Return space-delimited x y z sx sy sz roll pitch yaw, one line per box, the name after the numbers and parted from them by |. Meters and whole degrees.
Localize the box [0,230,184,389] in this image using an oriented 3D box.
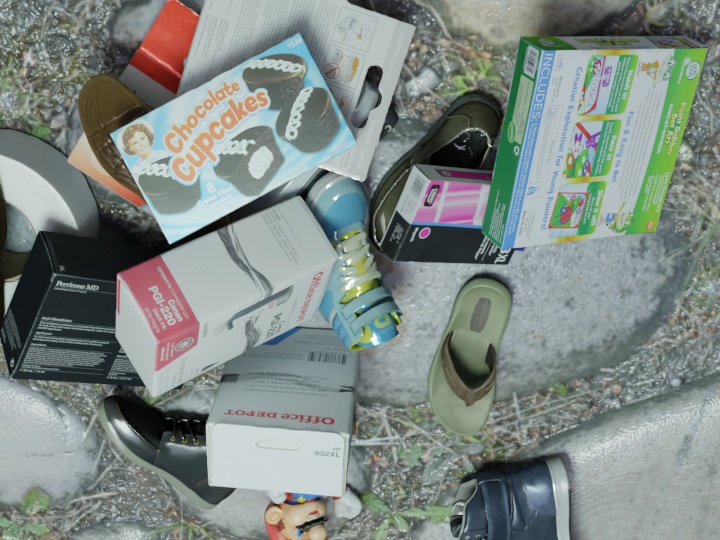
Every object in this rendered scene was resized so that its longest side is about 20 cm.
-0.262 0.046 1.133 0.199 0.079 0.141 9 125 -37 | box

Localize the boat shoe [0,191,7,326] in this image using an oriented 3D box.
-0.405 -0.012 1.091 0.065 0.072 0.201 10 123 -2 | boat shoe

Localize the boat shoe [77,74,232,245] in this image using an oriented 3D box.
-0.201 -0.107 1.048 0.073 0.063 0.200 -30 104 17 | boat shoe

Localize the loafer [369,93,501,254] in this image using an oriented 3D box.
0.071 -0.091 1.090 0.075 0.070 0.200 29 115 -11 | loafer

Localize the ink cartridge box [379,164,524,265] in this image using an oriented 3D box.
0.119 -0.053 1.068 0.199 0.037 0.095 -1 125 -38 | ink cartridge box

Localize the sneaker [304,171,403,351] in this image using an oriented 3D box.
0.000 0.000 1.086 0.079 0.131 0.201 -23 142 -20 | sneaker

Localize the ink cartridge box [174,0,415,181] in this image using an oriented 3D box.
-0.066 -0.192 1.027 0.199 0.050 0.162 18 96 -5 | ink cartridge box

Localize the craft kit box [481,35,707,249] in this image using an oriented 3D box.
0.225 -0.125 1.027 0.196 0.049 0.201 -4 120 -24 | craft kit box

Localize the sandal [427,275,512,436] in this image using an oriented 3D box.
0.121 0.103 1.193 0.079 0.057 0.202 8 117 1 | sandal

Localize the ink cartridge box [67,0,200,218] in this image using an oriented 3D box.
-0.179 -0.146 1.077 0.162 0.050 0.200 33 118 -13 | ink cartridge box

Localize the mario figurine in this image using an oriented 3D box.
-0.053 0.266 1.266 0.123 0.106 0.201 10 116 -3 | mario figurine

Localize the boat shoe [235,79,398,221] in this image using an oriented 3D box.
-0.044 -0.107 1.077 0.200 0.069 0.057 -42 126 17 | boat shoe

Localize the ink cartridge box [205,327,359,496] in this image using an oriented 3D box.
-0.078 0.146 1.150 0.144 0.200 0.084 4 117 2 | ink cartridge box

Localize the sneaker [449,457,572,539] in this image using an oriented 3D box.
0.183 0.329 1.286 0.145 0.077 0.203 -10 107 -3 | sneaker

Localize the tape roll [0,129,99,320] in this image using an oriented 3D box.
-0.389 -0.047 1.148 0.201 0.071 0.203 2 117 3 | tape roll

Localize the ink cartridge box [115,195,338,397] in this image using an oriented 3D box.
-0.133 0.026 1.048 0.085 0.199 0.146 55 155 16 | ink cartridge box

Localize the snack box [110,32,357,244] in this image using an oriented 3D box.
-0.117 -0.123 0.991 0.199 0.037 0.117 -28 97 1 | snack box

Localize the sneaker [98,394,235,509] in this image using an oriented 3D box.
-0.209 0.192 1.263 0.106 0.075 0.200 -39 117 16 | sneaker

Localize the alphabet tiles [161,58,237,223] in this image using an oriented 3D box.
-0.134 -0.131 1.117 0.199 0.015 0.197 -4 117 7 | alphabet tiles
